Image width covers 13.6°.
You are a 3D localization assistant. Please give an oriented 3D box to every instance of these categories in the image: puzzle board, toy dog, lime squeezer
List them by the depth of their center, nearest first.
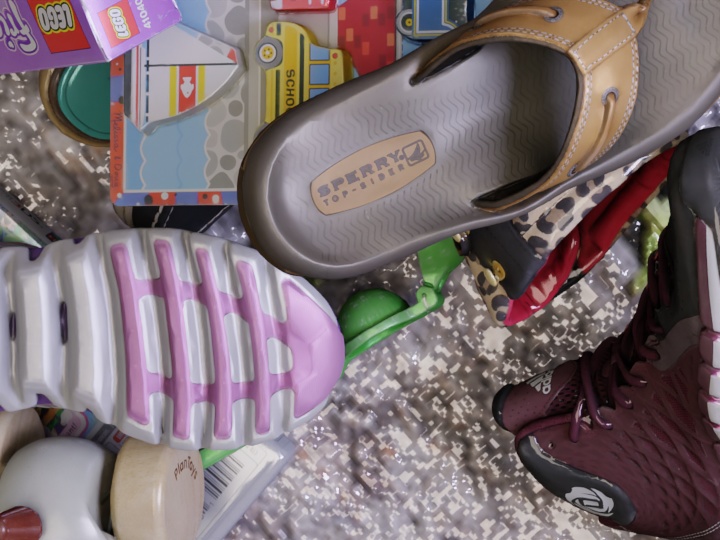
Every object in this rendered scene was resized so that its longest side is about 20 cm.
[{"bbox_3d":[-0.020,-0.124,1.060,0.150,0.017,0.202,0,88,18],"label":"puzzle board"},{"bbox_3d":[-0.112,0.146,1.141,0.131,0.096,0.201,-17,95,25],"label":"toy dog"},{"bbox_3d":[0.000,0.000,1.149,0.070,0.038,0.201,23,95,-8],"label":"lime squeezer"}]

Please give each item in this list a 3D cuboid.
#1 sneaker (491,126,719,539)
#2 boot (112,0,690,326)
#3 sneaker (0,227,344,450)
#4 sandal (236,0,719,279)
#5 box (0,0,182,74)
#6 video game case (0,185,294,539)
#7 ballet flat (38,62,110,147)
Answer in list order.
[{"bbox_3d":[0.098,0.034,1.094,0.115,0.076,0.201,3,131,20],"label":"sneaker"},{"bbox_3d":[0.013,-0.042,1.097,0.200,0.073,0.151,-44,75,17],"label":"boot"},{"bbox_3d":[-0.102,0.020,1.129,0.199,0.088,0.081,2,96,8],"label":"sneaker"},{"bbox_3d":[0.050,-0.061,1.004,0.199,0.055,0.082,-26,93,-7],"label":"sandal"},{"bbox_3d":[-0.156,-0.138,1.092,0.199,0.039,0.138,-1,116,53],"label":"box"},{"bbox_3d":[-0.155,0.086,1.207,0.182,0.024,0.200,41,104,3],"label":"video game case"},{"bbox_3d":[-0.050,-0.132,1.134,0.200,0.063,0.069,-43,112,9],"label":"ballet flat"}]
